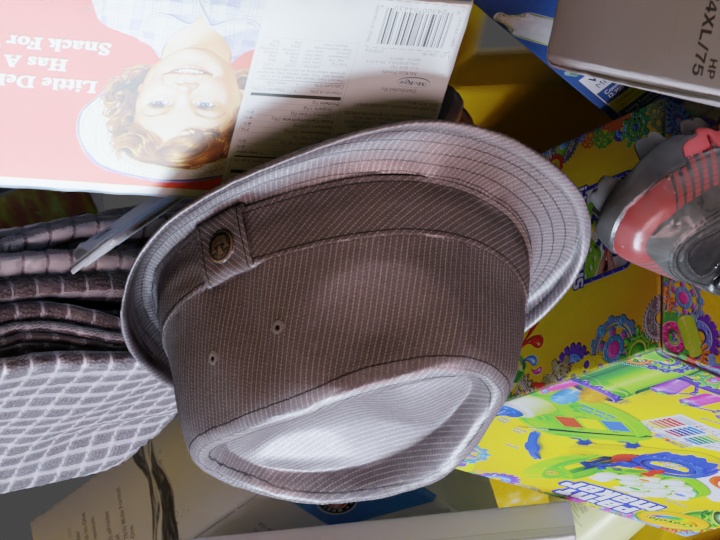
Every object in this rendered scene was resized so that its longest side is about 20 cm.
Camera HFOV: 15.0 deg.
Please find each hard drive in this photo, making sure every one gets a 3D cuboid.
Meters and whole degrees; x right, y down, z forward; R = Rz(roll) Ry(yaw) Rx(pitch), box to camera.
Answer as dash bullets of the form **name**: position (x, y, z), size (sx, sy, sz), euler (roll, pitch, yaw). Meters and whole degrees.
- **hard drive**: position (-0.002, 0.165, 1.361), size (0.199, 0.027, 0.132), euler (-5, 147, -13)

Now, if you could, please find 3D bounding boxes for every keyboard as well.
- **keyboard**: position (-0.040, -0.059, 1.170), size (0.200, 0.011, 0.056), euler (-37, -171, -27)

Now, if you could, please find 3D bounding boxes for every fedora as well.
- **fedora**: position (-0.001, 0.032, 1.096), size (0.200, 0.091, 0.177), euler (-22, 144, 23)

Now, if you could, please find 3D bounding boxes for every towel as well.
- **towel**: position (-0.156, 0.043, 1.217), size (0.200, 0.086, 0.166), euler (-10, 162, -31)

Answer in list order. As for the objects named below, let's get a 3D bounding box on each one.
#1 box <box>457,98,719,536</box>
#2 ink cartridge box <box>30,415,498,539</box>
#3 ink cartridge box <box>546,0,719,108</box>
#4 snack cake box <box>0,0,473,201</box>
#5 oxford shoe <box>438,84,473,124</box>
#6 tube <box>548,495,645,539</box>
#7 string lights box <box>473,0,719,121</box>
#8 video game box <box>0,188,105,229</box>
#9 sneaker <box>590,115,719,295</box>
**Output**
- **box**: position (0.148, 0.031, 1.285), size (0.200, 0.122, 0.192), euler (19, 153, -34)
- **ink cartridge box**: position (-0.048, 0.137, 1.413), size (0.200, 0.084, 0.145), euler (-35, 135, 21)
- **ink cartridge box**: position (0.204, -0.127, 1.102), size (0.200, 0.146, 0.147), euler (9, 95, -42)
- **snack cake box**: position (-0.068, -0.090, 1.059), size (0.199, 0.067, 0.115), euler (4, 137, -14)
- **oxford shoe**: position (0.000, 0.000, 1.274), size (0.071, 0.071, 0.200), euler (30, 114, -16)
- **tube**: position (0.178, 0.077, 1.437), size (0.052, 0.058, 0.200), euler (-19, 157, -53)
- **string lights box**: position (0.108, -0.140, 1.187), size (0.103, 0.059, 0.200), euler (-36, 135, 21)
- **video game box**: position (-0.224, -0.059, 1.175), size (0.182, 0.047, 0.200), euler (-18, 139, 4)
- **sneaker**: position (0.185, -0.008, 1.137), size (0.200, 0.098, 0.071), euler (6, 131, -39)
